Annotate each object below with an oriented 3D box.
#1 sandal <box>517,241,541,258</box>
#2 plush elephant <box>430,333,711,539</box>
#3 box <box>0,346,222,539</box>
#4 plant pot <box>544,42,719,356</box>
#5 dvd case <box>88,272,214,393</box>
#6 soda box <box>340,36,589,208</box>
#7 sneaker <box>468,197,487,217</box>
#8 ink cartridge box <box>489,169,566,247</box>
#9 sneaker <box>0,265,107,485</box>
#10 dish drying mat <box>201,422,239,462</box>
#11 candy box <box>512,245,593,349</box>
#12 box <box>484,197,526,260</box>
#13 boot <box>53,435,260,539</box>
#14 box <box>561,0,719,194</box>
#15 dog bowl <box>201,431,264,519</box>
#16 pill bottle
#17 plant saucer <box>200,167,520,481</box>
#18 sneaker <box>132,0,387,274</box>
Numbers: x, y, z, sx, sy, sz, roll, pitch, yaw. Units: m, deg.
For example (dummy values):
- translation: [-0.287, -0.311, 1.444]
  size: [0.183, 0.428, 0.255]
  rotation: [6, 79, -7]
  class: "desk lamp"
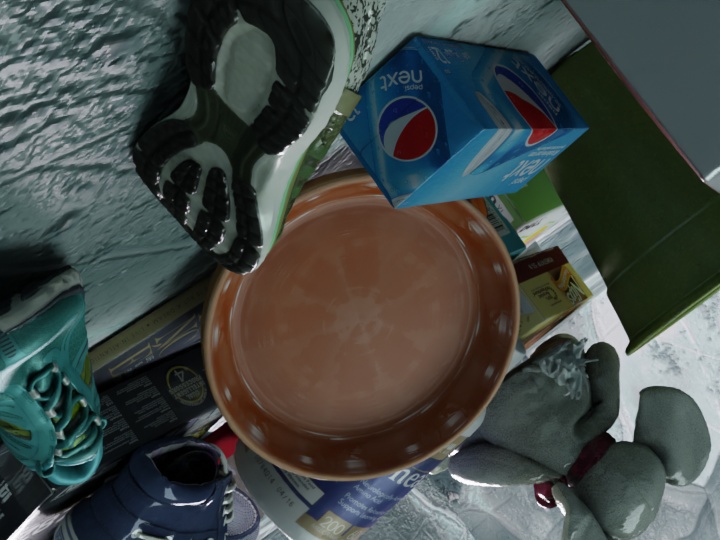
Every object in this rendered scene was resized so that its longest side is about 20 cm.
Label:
- translation: [0.075, 0.020, 1.230]
  size: [0.206, 0.079, 0.059]
  rotation: [-29, 172, 11]
  class: "sandal"
- translation: [0.159, 0.135, 0.955]
  size: [0.164, 0.155, 0.200]
  rotation: [-33, 176, -18]
  class: "plush elephant"
- translation: [-0.178, 0.127, 0.863]
  size: [0.161, 0.049, 0.200]
  rotation: [-46, 168, 35]
  class: "box"
- translation: [0.215, -0.073, 0.937]
  size: [0.200, 0.190, 0.200]
  rotation: [-35, 170, -7]
  class: "plant pot"
- translation: [-0.120, 0.046, 0.867]
  size: [0.200, 0.016, 0.149]
  rotation: [-34, 169, -14]
  class: "dvd case"
- translation: [0.064, -0.085, 0.756]
  size: [0.068, 0.064, 0.200]
  rotation: [-40, 169, 23]
  class: "soda box"
- translation: [0.000, 0.000, 0.941]
  size: [0.078, 0.075, 0.200]
  rotation: [-2, 140, -51]
  class: "sneaker"
- translation: [0.118, -0.046, 1.095]
  size: [0.104, 0.059, 0.200]
  rotation: [-22, 163, -51]
  class: "ink cartridge box"
- translation: [-0.153, 0.057, 0.642]
  size: [0.077, 0.080, 0.200]
  rotation: [-33, 168, -16]
  class: "sneaker"
- translation: [-0.136, 0.149, 0.937]
  size: [0.200, 0.018, 0.077]
  rotation: [-33, 170, -28]
  class: "dish drying mat"
- translation: [0.076, 0.066, 1.016]
  size: [0.200, 0.055, 0.115]
  rotation: [-41, 168, 26]
  class: "candy box"
- translation: [0.032, 0.011, 1.016]
  size: [0.049, 0.082, 0.200]
  rotation: [-21, 161, -50]
  class: "box"
- translation: [-0.104, 0.153, 0.854]
  size: [0.090, 0.073, 0.200]
  rotation: [-45, 161, 17]
  class: "boot"
- translation: [0.192, -0.132, 0.713]
  size: [0.106, 0.153, 0.200]
  rotation: [-38, 169, 15]
  class: "box"
- translation: [-0.175, 0.198, 1.036]
  size: [0.199, 0.059, 0.200]
  rotation: [-22, -164, 7]
  class: "dog bowl"
- translation: [0.016, 0.095, 0.909]
  size: [0.200, 0.111, 0.111]
  rotation: [-44, 168, 12]
  class: "pill bottle"
- translation: [0.000, 0.033, 0.799]
  size: [0.200, 0.201, 0.032]
  rotation: [-36, -154, -2]
  class: "plant saucer"
- translation: [-0.030, -0.066, 0.538]
  size: [0.089, 0.077, 0.200]
  rotation: [-39, 175, -32]
  class: "sneaker"
